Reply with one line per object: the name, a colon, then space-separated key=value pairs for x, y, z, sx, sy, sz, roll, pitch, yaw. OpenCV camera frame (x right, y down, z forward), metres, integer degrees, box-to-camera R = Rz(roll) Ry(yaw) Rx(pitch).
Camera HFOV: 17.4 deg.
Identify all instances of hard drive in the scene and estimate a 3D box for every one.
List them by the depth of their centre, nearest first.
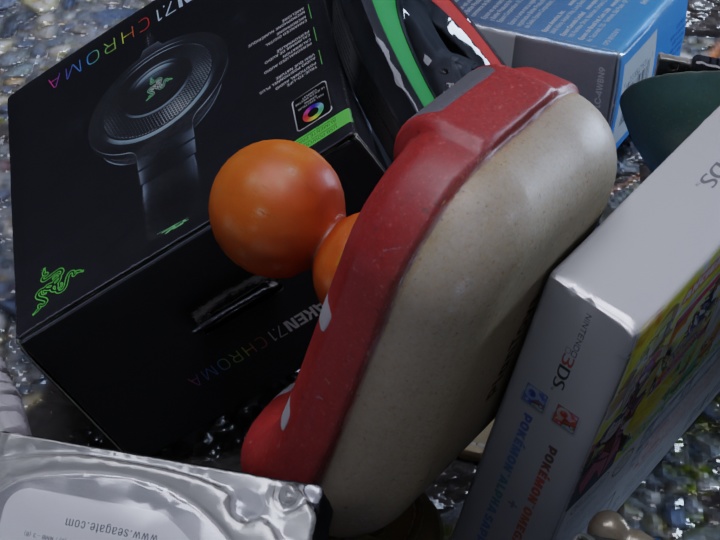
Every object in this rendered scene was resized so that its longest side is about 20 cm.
hard drive: x=-0.096 y=0.161 z=0.801 sx=0.139 sy=0.038 sz=0.201 roll=9 pitch=73 yaw=10

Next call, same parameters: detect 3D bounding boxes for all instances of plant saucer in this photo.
plant saucer: x=0.210 y=-0.040 z=1.058 sx=0.199 sy=0.200 sz=0.036 roll=12 pitch=81 yaw=16

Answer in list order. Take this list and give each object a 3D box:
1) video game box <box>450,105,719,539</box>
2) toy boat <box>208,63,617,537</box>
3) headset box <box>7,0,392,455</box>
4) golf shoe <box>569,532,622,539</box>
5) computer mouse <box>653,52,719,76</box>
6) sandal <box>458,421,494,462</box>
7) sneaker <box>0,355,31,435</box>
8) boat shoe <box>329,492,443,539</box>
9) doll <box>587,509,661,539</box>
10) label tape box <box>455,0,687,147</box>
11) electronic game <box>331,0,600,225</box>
video game box: x=0.118 y=0.023 z=0.939 sx=0.047 sy=0.183 sz=0.200 roll=35 pitch=47 yaw=15
toy boat: x=0.000 y=0.000 z=0.869 sx=0.130 sy=0.201 sz=0.130 roll=34 pitch=41 yaw=15
headset box: x=-0.062 y=-0.035 z=1.039 sx=0.174 sy=0.093 sz=0.200 roll=-30 pitch=36 yaw=14
golf shoe: x=0.041 y=0.159 z=0.758 sx=0.094 sy=0.078 sz=0.200 roll=7 pitch=27 yaw=0
computer mouse: x=0.200 y=-0.102 z=1.015 sx=0.138 sy=0.200 sz=0.053 roll=15 pitch=77 yaw=7
sandal: x=0.018 y=0.004 z=1.061 sx=0.077 sy=0.070 sz=0.212 roll=-23 pitch=42 yaw=-26
sneaker: x=-0.193 y=0.082 z=0.975 sx=0.111 sy=0.078 sz=0.200 roll=-16 pitch=29 yaw=-12
boat shoe: x=-0.032 y=0.133 z=0.901 sx=0.073 sy=0.063 sz=0.200 roll=20 pitch=42 yaw=26
doll: x=0.095 y=0.155 z=0.864 sx=0.199 sy=0.049 sz=0.137 roll=-1 pitch=63 yaw=-11
label tape box: x=0.055 y=-0.124 z=1.207 sx=0.199 sy=0.066 sz=0.143 roll=13 pitch=26 yaw=18
electronic game: x=0.052 y=-0.059 z=1.016 sx=0.042 sy=0.200 sz=0.200 roll=-34 pitch=34 yaw=17
